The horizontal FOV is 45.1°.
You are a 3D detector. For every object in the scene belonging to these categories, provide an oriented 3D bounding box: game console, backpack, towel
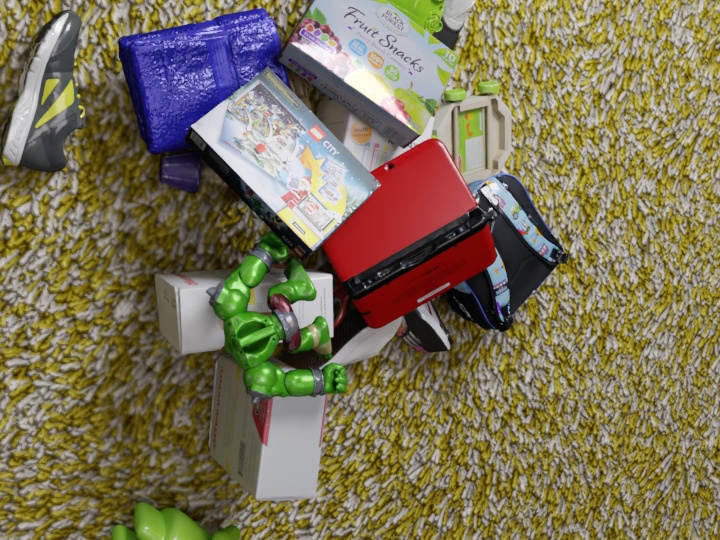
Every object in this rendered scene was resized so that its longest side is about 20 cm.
[{"bbox_3d":[0.058,-0.043,1.133,0.199,0.119,0.173,-29,148,1],"label":"game console"},{"bbox_3d":[0.179,-0.040,1.258,0.183,0.134,0.200,-46,122,-16],"label":"backpack"},{"bbox_3d":[-0.185,-0.235,1.071,0.199,0.049,0.149,-19,101,-23],"label":"towel"}]

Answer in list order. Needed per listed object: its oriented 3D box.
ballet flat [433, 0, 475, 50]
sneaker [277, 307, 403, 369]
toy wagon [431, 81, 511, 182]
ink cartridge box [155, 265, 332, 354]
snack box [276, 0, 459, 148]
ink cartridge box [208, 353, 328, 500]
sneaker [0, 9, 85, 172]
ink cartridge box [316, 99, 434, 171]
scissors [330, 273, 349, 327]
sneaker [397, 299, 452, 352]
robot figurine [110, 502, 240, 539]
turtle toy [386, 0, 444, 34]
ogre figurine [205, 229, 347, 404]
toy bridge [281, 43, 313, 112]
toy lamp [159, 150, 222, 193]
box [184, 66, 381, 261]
[{"bbox_3d":[0.125,-0.409,1.242,0.068,0.068,0.201,-16,104,-42],"label":"ballet flat"},{"bbox_3d":[-0.024,0.116,1.233,0.199,0.073,0.085,-30,138,0],"label":"sneaker"},{"bbox_3d":[0.146,-0.188,1.270,0.199,0.039,0.156,-19,115,-33],"label":"toy wagon"},{"bbox_3d":[-0.153,0.045,1.123,0.199,0.145,0.084,-4,98,-23],"label":"ink cartridge box"},{"bbox_3d":[0.013,-0.271,1.104,0.199,0.053,0.143,33,63,-14],"label":"snack box"},{"bbox_3d":[-0.125,0.196,1.131,0.083,0.200,0.146,5,94,-28],"label":"ink cartridge box"},{"bbox_3d":[-0.370,-0.213,1.051,0.084,0.074,0.201,19,97,-31],"label":"sneaker"},{"bbox_3d":[0.006,-0.150,1.191,0.128,0.125,0.201,10,92,-25],"label":"ink cartridge box"},{"bbox_3d":[0.000,0.000,1.207,0.200,0.073,0.014,-45,149,11],"label":"scissors"},{"bbox_3d":[0.082,0.037,1.276,0.200,0.080,0.087,54,53,-29],"label":"sneaker"},{"bbox_3d":[-0.237,0.396,1.147,0.175,0.116,0.200,-44,112,-4],"label":"robot figurine"},{"bbox_3d":[0.028,-0.379,1.187,0.199,0.101,0.146,24,109,-22],"label":"turtle toy"},{"bbox_3d":[-0.102,0.064,1.006,0.119,0.098,0.201,-22,108,-27],"label":"ogre figurine"},{"bbox_3d":[-0.076,-0.208,1.163,0.027,0.067,0.201,-14,73,3],"label":"toy bridge"},{"bbox_3d":[-0.164,-0.126,1.148,0.199,0.058,0.059,2,95,-18],"label":"toy lamp"},{"bbox_3d":[-0.090,-0.128,1.031,0.200,0.038,0.137,46,58,-2],"label":"box"}]
